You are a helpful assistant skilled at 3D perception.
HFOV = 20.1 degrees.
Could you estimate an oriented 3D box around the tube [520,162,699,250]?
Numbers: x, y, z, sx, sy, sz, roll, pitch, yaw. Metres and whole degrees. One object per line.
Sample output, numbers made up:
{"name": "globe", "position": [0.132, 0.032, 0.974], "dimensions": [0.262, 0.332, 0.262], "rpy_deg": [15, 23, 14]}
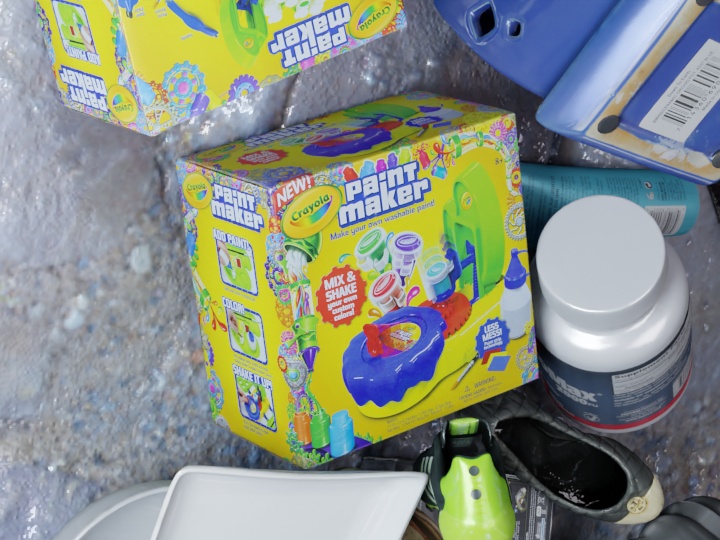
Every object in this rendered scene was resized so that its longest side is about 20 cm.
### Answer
{"name": "tube", "position": [0.166, -0.049, 1.538], "dimensions": [0.198, 0.050, 0.078], "rpy_deg": [-2, 100, -31]}

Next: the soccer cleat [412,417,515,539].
{"name": "soccer cleat", "position": [0.072, 0.135, 1.380], "dimensions": [0.067, 0.200, 0.082], "rpy_deg": [-5, 98, -4]}

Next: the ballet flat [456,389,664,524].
{"name": "ballet flat", "position": [0.151, 0.146, 1.508], "dimensions": [0.199, 0.057, 0.067], "rpy_deg": [29, 103, -27]}

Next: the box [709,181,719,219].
{"name": "box", "position": [0.343, -0.018, 1.655], "dimensions": [0.050, 0.075, 0.201], "rpy_deg": [-38, 120, -24]}

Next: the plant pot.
{"name": "plant pot", "position": [0.202, -0.181, 1.397], "dimensions": [0.199, 0.180, 0.200], "rpy_deg": [15, 124, -38]}

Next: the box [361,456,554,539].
{"name": "box", "position": [0.066, 0.247, 1.509], "dimensions": [0.160, 0.049, 0.202], "rpy_deg": [11, 81, -37]}

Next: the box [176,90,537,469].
{"name": "box", "position": [0.000, 0.000, 1.371], "dimensions": [0.199, 0.122, 0.194], "rpy_deg": [-19, 112, -31]}

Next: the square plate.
{"name": "square plate", "position": [-0.073, 0.205, 1.328], "dimensions": [0.199, 0.028, 0.199], "rpy_deg": [6, 119, -37]}

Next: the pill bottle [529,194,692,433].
{"name": "pill bottle", "position": [0.179, 0.029, 1.469], "dimensions": [0.120, 0.119, 0.200], "rpy_deg": [-50, 156, -14]}

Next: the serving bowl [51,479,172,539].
{"name": "serving bowl", "position": [-0.149, 0.232, 1.369], "dimensions": [0.199, 0.066, 0.202], "rpy_deg": [-10, 108, -33]}

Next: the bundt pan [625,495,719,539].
{"name": "bundt pan", "position": [0.233, 0.254, 1.604], "dimensions": [0.201, 0.076, 0.202], "rpy_deg": [-38, 159, -17]}

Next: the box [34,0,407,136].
{"name": "box", "position": [-0.098, -0.214, 1.251], "dimensions": [0.199, 0.122, 0.194], "rpy_deg": [-25, 116, -29]}

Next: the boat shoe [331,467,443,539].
{"name": "boat shoe", "position": [0.047, 0.221, 1.424], "dimensions": [0.202, 0.075, 0.075], "rpy_deg": [46, 65, -22]}
